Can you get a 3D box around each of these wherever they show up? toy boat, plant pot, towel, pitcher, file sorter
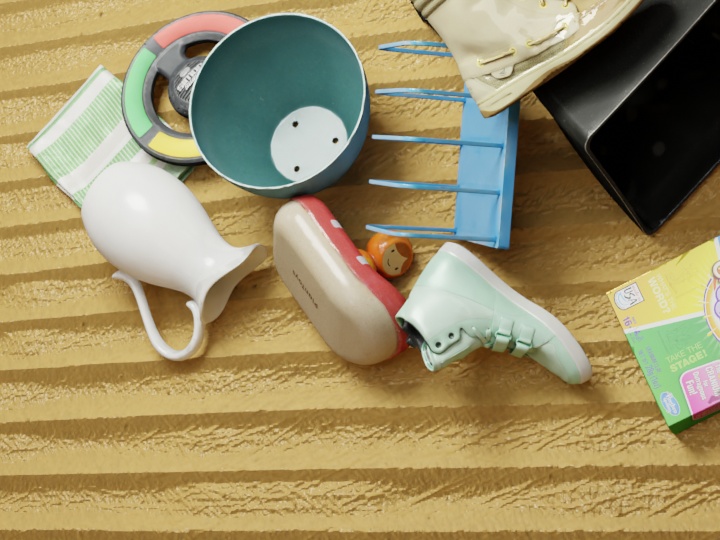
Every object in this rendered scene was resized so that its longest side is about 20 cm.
[{"bbox_3d":[0.000,0.000,1.531,0.130,0.131,0.201,-26,62,-20],"label":"toy boat"},{"bbox_3d":[-0.074,-0.162,1.583,0.197,0.135,0.203,-5,72,14],"label":"plant pot"},{"bbox_3d":[0.270,-0.196,1.439,0.200,0.199,0.177,-46,52,3],"label":"plant pot"},{"bbox_3d":[-0.304,-0.140,1.736,0.153,0.023,0.200,-47,63,2],"label":"towel"},{"bbox_3d":[-0.229,-0.013,1.619,0.199,0.121,0.173,36,98,14],"label":"pitcher"},{"bbox_3d":[0.081,-0.131,1.459,0.121,0.139,0.203,3,95,-16],"label":"file sorter"}]

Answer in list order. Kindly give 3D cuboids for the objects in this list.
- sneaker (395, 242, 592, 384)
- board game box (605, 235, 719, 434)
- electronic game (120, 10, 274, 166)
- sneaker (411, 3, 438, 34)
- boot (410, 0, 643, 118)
[{"bbox_3d":[0.129,0.077,1.439,0.200,0.074,0.118,38,73,10],"label":"sneaker"},{"bbox_3d":[0.361,0.047,1.400,0.198,0.040,0.154,-28,65,12],"label":"board game box"},{"bbox_3d":[-0.190,-0.217,1.694,0.197,0.042,0.203,-6,68,14],"label":"electronic game"},{"bbox_3d":[0.094,-0.314,1.549,0.087,0.200,0.076,-33,108,5],"label":"sneaker"},{"bbox_3d":[0.156,-0.259,1.338,0.199,0.073,0.156,-34,92,22],"label":"boot"}]
